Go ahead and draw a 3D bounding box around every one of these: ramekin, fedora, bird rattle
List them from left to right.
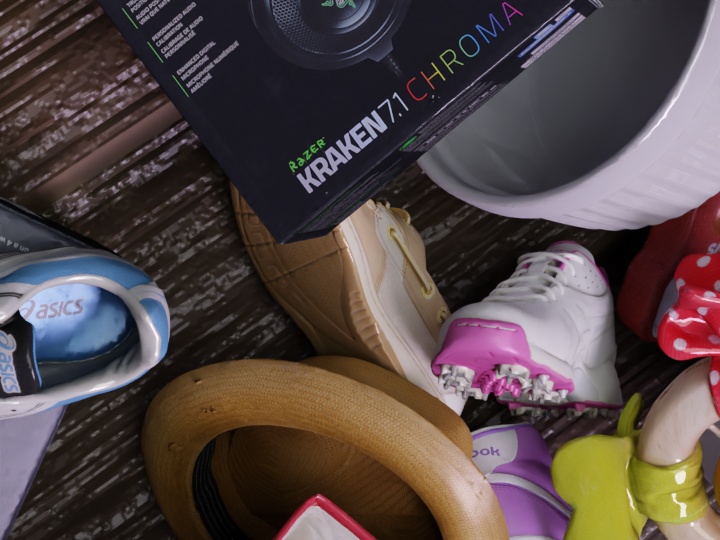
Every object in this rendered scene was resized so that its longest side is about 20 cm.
[{"bbox_3d":[-0.010,0.101,0.947,0.201,0.199,0.082,55,42,-19],"label":"fedora"},{"bbox_3d":[0.119,-0.114,0.936,0.105,0.199,0.202,20,90,-45],"label":"ramekin"},{"bbox_3d":[0.191,0.082,0.941,0.162,0.113,0.201,36,112,-1],"label":"bird rattle"}]

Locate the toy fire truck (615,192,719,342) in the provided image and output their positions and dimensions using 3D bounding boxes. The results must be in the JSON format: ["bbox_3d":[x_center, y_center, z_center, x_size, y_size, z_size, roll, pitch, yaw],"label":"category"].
[{"bbox_3d":[0.228,-0.051,1.032,0.199,0.112,0.169,-13,130,-42],"label":"toy fire truck"}]

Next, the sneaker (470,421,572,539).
[{"bbox_3d":[0.110,0.146,1.035,0.072,0.115,0.200,-25,142,16],"label":"sneaker"}]

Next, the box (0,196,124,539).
[{"bbox_3d":[-0.219,0.051,0.872,0.147,0.104,0.202,27,88,-23],"label":"box"}]

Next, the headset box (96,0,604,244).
[{"bbox_3d":[-0.021,-0.145,0.855,0.174,0.093,0.201,-38,85,12],"label":"headset box"}]

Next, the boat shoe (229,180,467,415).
[{"bbox_3d":[0.000,0.000,0.976,0.069,0.073,0.201,-46,120,-39],"label":"boat shoe"}]

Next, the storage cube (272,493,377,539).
[{"bbox_3d":[-0.030,0.248,0.882,0.170,0.180,0.200,39,51,2],"label":"storage cube"}]

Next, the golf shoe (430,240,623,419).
[{"bbox_3d":[0.086,0.025,0.970,0.074,0.200,0.093,3,82,19],"label":"golf shoe"}]

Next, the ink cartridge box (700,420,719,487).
[{"bbox_3d":[0.273,0.034,1.005,0.145,0.084,0.201,-12,139,-45],"label":"ink cartridge box"}]

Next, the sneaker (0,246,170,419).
[{"bbox_3d":[-0.175,0.033,0.793,0.198,0.072,0.073,-13,104,-18],"label":"sneaker"}]
